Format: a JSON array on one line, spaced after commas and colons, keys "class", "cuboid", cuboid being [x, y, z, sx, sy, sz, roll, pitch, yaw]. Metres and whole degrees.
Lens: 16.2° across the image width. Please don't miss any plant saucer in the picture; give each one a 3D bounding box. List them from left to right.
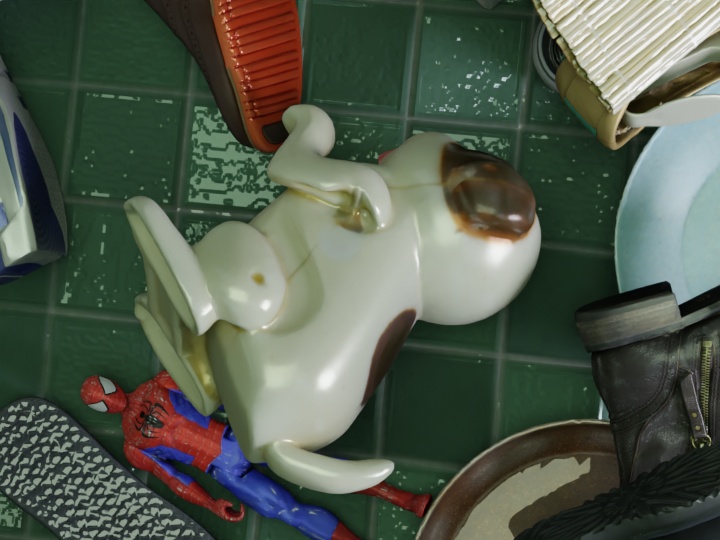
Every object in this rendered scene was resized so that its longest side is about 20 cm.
[{"class": "plant saucer", "cuboid": [0.122, 0.180, 1.358, 0.198, 0.034, 0.202, 0, 89, 3]}, {"class": "plant saucer", "cuboid": [0.235, -0.011, 1.351, 0.199, 0.039, 0.203, 0, 89, 5]}]

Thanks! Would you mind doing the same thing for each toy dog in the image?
[{"class": "toy dog", "cuboid": [0.000, 0.000, 1.312, 0.199, 0.140, 0.194, -29, 55, -16]}]

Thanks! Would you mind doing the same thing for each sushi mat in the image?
[{"class": "sushi mat", "cuboid": [0.175, -0.176, 1.272, 0.200, 0.012, 0.096, -39, 109, -6]}]

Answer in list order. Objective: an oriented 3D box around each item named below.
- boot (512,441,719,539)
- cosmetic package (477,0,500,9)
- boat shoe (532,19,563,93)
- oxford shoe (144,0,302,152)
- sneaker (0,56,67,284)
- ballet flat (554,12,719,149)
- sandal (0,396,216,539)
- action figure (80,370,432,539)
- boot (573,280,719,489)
[{"class": "boot", "cuboid": [0.188, 0.194, 1.269, 0.164, 0.066, 0.201, -25, 103, 33]}, {"class": "cosmetic package", "cuboid": [0.067, -0.259, 1.291, 0.165, 0.200, 0.165, -41, 85, 3]}, {"class": "boat shoe", "cuboid": [0.176, -0.165, 1.351, 0.199, 0.057, 0.069, -35, 86, 3]}, {"class": "oxford shoe", "cuboid": [-0.088, -0.157, 1.378, 0.072, 0.071, 0.201, -17, 90, 32]}, {"class": "sneaker", "cuboid": [-0.242, -0.076, 1.378, 0.114, 0.081, 0.201, -24, 80, 7]}, {"class": "ballet flat", "cuboid": [0.200, -0.118, 1.315, 0.199, 0.069, 0.063, -25, 60, -1]}, {"class": "sandal", "cuboid": [-0.126, 0.148, 1.380, 0.076, 0.043, 0.200, -40, 76, -5]}, {"class": "action figure", "cuboid": [-0.061, 0.103, 1.369, 0.199, 0.052, 0.066, 24, 94, 7]}, {"class": "boot", "cuboid": [0.208, 0.086, 1.305, 0.198, 0.069, 0.176, -12, 95, 15]}]
